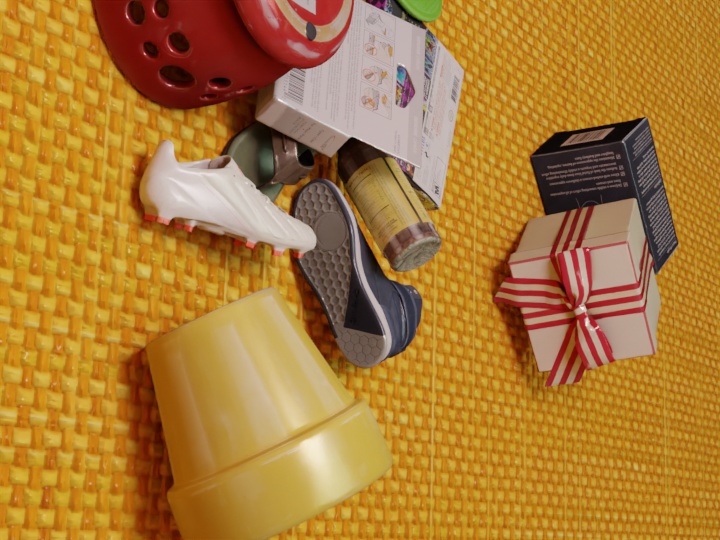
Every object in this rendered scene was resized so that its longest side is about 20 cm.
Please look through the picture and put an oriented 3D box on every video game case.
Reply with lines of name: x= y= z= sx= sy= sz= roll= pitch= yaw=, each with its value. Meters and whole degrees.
video game case: x=0.053 y=-0.201 z=1.527 sx=0.181 sy=0.035 sz=0.203 roll=38 pitch=55 yaw=-46

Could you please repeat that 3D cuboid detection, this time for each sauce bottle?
sauce bottle: x=0.016 y=-0.093 z=1.367 sx=0.064 sy=0.065 sz=0.202 roll=14 pitch=42 yaw=-53

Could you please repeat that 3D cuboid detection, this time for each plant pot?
plant pot: x=-0.097 y=0.127 z=1.145 sx=0.200 sy=0.199 sz=0.191 roll=-23 pitch=87 yaw=-54
plant pot: x=-0.113 y=-0.259 z=1.176 sx=0.199 sy=0.180 sz=0.204 roll=12 pitch=76 yaw=-56

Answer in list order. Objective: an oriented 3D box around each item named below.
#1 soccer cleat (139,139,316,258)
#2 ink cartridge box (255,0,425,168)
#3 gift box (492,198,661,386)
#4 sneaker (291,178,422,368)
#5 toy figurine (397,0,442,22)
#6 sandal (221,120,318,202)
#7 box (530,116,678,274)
soccer cleat: x=-0.115 y=-0.064 z=1.211 sx=0.198 sy=0.069 sz=0.079 roll=16 pitch=88 yaw=-39
ink cartridge box: x=-0.017 y=-0.204 z=1.330 sx=0.174 sy=0.045 sz=0.202 roll=24 pitch=50 yaw=-25
gift box: x=0.291 y=0.032 z=1.716 sx=0.187 sy=0.197 sz=0.187 roll=67 pitch=23 yaw=-16
sneaker: x=-0.001 y=0.001 z=1.392 sx=0.146 sy=0.076 sz=0.205 roll=-7 pitch=77 yaw=-68
toy figurine: x=0.107 y=-0.405 z=1.483 sx=0.199 sy=0.183 sz=0.152 roll=24 pitch=50 yaw=-49
sandal: x=-0.072 y=-0.126 z=1.302 sx=0.201 sy=0.057 sz=0.080 roll=-50 pitch=123 yaw=-29
box: x=0.351 y=-0.099 z=1.844 sx=0.107 sy=0.147 sz=0.203 roll=-38 pitch=116 yaw=-50
